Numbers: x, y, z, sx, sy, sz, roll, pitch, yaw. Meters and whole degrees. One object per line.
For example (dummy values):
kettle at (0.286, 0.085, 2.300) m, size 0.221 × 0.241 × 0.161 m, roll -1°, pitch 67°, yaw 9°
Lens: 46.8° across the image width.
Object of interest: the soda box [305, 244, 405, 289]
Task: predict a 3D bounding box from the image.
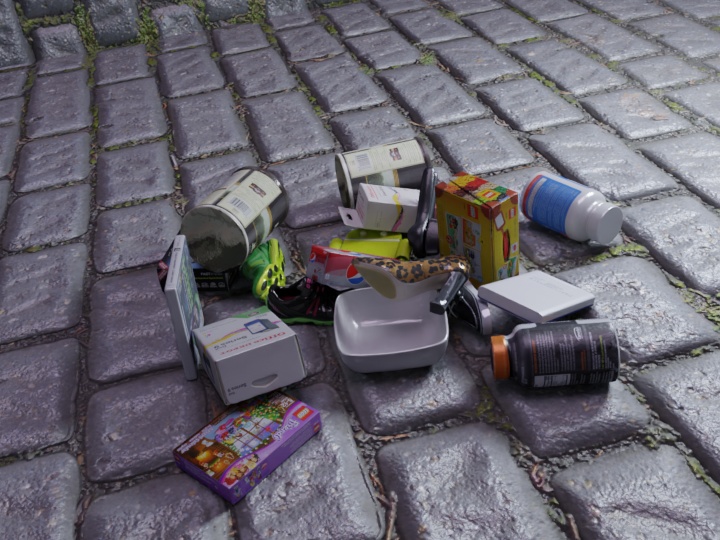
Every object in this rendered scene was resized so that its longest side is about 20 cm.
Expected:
soda box at (0.000, 0.000, 1.583) m, size 0.200 × 0.064 × 0.070 m, roll 8°, pitch 8°, yaw -35°

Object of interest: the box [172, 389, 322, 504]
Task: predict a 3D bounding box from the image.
box at (-0.178, 0.268, 1.323) m, size 0.137 × 0.039 × 0.200 m, roll 21°, pitch 42°, yaw 35°

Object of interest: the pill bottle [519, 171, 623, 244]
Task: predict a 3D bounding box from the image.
pill bottle at (0.440, -0.127, 1.733) m, size 0.112 × 0.112 × 0.200 m, roll -27°, pitch 37°, yaw -27°

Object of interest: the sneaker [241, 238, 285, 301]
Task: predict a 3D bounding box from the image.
sneaker at (-0.201, 0.008, 1.706) m, size 0.083 × 0.074 × 0.200 m, roll -19°, pitch 27°, yaw 9°

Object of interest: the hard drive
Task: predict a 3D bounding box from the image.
hard drive at (0.320, 0.047, 1.501) m, size 0.132 × 0.025 × 0.200 m, roll 27°, pitch 25°, yaw 35°

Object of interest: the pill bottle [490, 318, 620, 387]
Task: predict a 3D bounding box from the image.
pill bottle at (0.314, 0.136, 1.363) m, size 0.199 × 0.106 × 0.106 m, roll -4°, pitch 33°, yaw 4°

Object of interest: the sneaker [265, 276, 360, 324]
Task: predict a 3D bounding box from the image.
sneaker at (-0.086, 0.054, 1.589) m, size 0.199 × 0.084 × 0.077 m, roll -5°, pitch 34°, yaw 4°

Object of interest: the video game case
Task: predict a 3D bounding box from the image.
video game case at (-0.317, 0.065, 1.511) m, size 0.023 × 0.200 × 0.182 m, roll -7°, pitch 33°, yaw -2°

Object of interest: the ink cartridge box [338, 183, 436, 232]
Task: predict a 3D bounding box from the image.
ink cartridge box at (0.059, -0.136, 1.804) m, size 0.199 × 0.068 × 0.117 m, roll 4°, pitch 23°, yaw -13°

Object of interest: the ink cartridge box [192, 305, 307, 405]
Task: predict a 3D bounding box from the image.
ink cartridge box at (-0.194, 0.142, 1.430) m, size 0.145 × 0.088 × 0.200 m, roll -18°, pitch 19°, yaw -17°

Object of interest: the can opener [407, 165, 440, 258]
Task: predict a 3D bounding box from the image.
can opener at (0.138, -0.119, 1.726) m, size 0.078 × 0.063 × 0.200 m, roll 2°, pitch 69°, yaw 10°

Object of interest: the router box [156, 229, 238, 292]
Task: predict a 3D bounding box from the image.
router box at (-0.333, -0.033, 1.790) m, size 0.149 × 0.062 × 0.200 m, roll 0°, pitch 34°, yaw 8°

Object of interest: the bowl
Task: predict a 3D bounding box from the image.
bowl at (0.056, 0.111, 1.484) m, size 0.199 × 0.075 × 0.200 m, roll -7°, pitch 32°, yaw 1°

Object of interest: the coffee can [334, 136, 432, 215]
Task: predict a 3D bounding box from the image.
coffee can at (0.054, -0.218, 1.918) m, size 0.199 × 0.147 × 0.146 m, roll -13°, pitch 33°, yaw -8°

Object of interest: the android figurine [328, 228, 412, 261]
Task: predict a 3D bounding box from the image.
android figurine at (0.020, -0.041, 1.754) m, size 0.182 × 0.041 × 0.200 m, roll 2°, pitch 36°, yaw 15°

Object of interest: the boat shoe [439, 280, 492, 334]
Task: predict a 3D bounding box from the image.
boat shoe at (0.184, 0.061, 1.536) m, size 0.068 × 0.072 × 0.200 m, roll -11°, pitch 31°, yaw -9°

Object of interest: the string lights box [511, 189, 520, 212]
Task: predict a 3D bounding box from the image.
string lights box at (0.263, -0.112, 1.794) m, size 0.103 × 0.059 × 0.200 m, roll 14°, pitch 39°, yaw 28°

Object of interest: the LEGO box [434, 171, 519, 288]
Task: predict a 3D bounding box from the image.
LEGO box at (0.227, -0.071, 1.610) m, size 0.077 × 0.200 × 0.149 m, roll -30°, pitch 40°, yaw -30°

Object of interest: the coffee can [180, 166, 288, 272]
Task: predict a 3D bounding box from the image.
coffee can at (-0.253, -0.107, 1.692) m, size 0.146 × 0.147 × 0.200 m, roll 6°, pitch 31°, yaw 20°

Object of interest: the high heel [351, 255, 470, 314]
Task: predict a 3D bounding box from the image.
high heel at (0.095, -0.007, 1.514) m, size 0.200 × 0.072 × 0.143 m, roll 25°, pitch 49°, yaw 16°
